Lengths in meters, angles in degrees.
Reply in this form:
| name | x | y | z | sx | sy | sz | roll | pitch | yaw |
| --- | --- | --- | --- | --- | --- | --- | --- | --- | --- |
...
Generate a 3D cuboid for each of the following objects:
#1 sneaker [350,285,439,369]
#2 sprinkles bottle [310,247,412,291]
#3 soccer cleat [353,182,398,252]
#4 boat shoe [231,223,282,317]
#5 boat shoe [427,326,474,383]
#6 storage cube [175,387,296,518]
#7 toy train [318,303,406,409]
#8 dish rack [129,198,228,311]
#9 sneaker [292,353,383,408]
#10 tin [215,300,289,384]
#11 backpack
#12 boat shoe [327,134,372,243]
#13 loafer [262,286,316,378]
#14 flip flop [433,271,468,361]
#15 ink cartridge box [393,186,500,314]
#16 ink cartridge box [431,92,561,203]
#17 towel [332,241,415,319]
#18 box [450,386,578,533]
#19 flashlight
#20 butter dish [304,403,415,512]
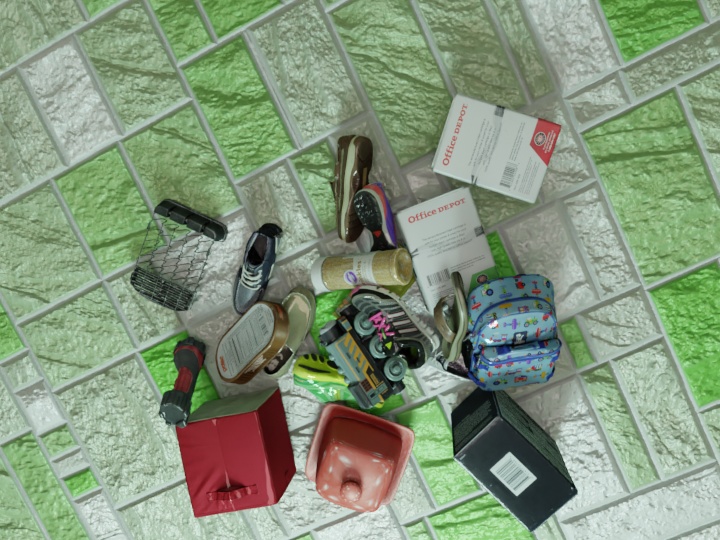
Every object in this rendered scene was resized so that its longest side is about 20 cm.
| name | x | y | z | sx | sy | sz | roll | pitch | yaw |
| --- | --- | --- | --- | --- | --- | --- | --- | --- | --- |
| sneaker | 0.058 | 0.109 | 1.155 | 0.199 | 0.088 | 0.074 | 40 | 141 | -14 |
| sprinkles bottle | 0.000 | 0.000 | 1.182 | 0.198 | 0.068 | 0.069 | -6 | 99 | 36 |
| soccer cleat | 0.046 | -0.070 | 1.204 | 0.068 | 0.073 | 0.202 | -5 | 115 | 32 |
| boat shoe | -0.214 | 0.005 | 1.235 | 0.074 | 0.093 | 0.202 | 19 | 100 | 2 |
| boat shoe | 0.167 | 0.171 | 1.234 | 0.198 | 0.069 | 0.073 | 29 | 100 | 1 |
| storage cube | -0.239 | 0.352 | 1.241 | 0.169 | 0.200 | 0.182 | -12 | 91 | 8 |
| toy train | 0.004 | 0.167 | 1.209 | 0.113 | 0.085 | 0.201 | -34 | 93 | -20 |
| dish rack | -0.372 | -0.025 | 1.268 | 0.152 | 0.055 | 0.202 | 24 | 102 | 3 |
| sneaker | -0.044 | 0.229 | 1.273 | 0.198 | 0.075 | 0.084 | 22 | 135 | -6 |
| tin | -0.217 | 0.141 | 1.244 | 0.200 | 0.042 | 0.113 | -44 | 48 | 23 |
| backpack | 0.273 | 0.105 | 1.131 | 0.180 | 0.136 | 0.201 | -5 | 139 | -3 |
| boat shoe | -0.024 | -0.159 | 1.212 | 0.074 | 0.074 | 0.205 | 18 | 107 | 33 |
| loafer | -0.144 | 0.130 | 1.259 | 0.075 | 0.068 | 0.202 | 20 | 100 | 2 |
| flip flop | 0.156 | 0.089 | 1.127 | 0.057 | 0.082 | 0.201 | 1 | 136 | -1 |
| ink cartridge box | 0.162 | -0.040 | 1.187 | 0.144 | 0.084 | 0.202 | -20 | 96 | -1 |
| ink cartridge box | 0.244 | -0.225 | 1.158 | 0.198 | 0.084 | 0.146 | 18 | 101 | 2 |
| towel | 0.036 | 0.043 | 1.254 | 0.086 | 0.018 | 0.200 | 40 | 100 | -2 |
| box | 0.278 | 0.338 | 1.183 | 0.200 | 0.198 | 0.123 | 44 | 103 | -2 |
| flashlight | -0.347 | 0.210 | 1.222 | 0.067 | 0.201 | 0.069 | 8 | 117 | -6 |
| butter dish | -0.011 | 0.395 | 1.237 | 0.198 | 0.148 | 0.202 | 18 | 110 | 2 |
